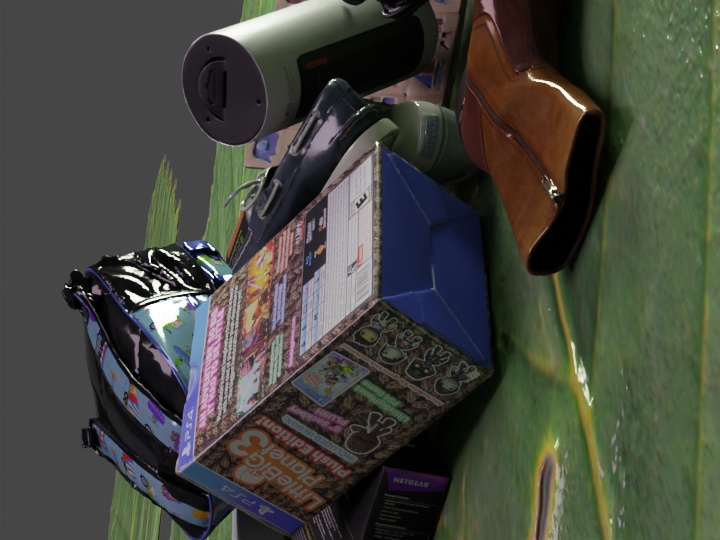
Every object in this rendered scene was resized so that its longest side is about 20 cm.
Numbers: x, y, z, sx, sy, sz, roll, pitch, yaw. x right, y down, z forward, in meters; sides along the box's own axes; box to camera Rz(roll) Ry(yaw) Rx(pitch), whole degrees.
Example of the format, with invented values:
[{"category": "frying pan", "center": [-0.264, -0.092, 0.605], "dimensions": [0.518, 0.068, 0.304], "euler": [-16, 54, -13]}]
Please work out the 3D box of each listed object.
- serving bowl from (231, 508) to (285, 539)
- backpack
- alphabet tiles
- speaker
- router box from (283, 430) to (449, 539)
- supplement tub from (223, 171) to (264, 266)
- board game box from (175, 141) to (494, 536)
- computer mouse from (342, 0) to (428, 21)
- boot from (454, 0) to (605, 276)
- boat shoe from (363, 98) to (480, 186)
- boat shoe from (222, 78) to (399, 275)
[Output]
[{"category": "serving bowl", "center": [-0.068, 0.257, 1.384], "dimensions": [0.200, 0.065, 0.201], "euler": [179, 90, -84]}, {"category": "backpack", "center": [-0.124, 0.093, 1.308], "dimensions": [0.200, 0.134, 0.183], "euler": [40, 140, 48]}, {"category": "alphabet tiles", "center": [-0.008, -0.140, 1.370], "dimensions": [0.008, 0.167, 0.201], "euler": [28, -110, -61]}, {"category": "speaker", "center": [-0.034, -0.152, 1.242], "dimensions": [0.200, 0.081, 0.081], "euler": [-27, -34, -47]}, {"category": "router box", "center": [-0.005, 0.156, 1.224], "dimensions": [0.200, 0.051, 0.150], "euler": [-118, 41, -63]}, {"category": "supplement tub", "center": [-0.052, -0.008, 1.474], "dimensions": [0.200, 0.122, 0.123], "euler": [114, 163, -45]}, {"category": "board game box", "center": [-0.018, 0.046, 1.142], "dimensions": [0.200, 0.097, 0.160], "euler": [-41, 29, 30]}, {"category": "computer mouse", "center": [0.049, -0.220, 1.248], "dimensions": [0.046, 0.140, 0.200], "euler": [64, 178, -23]}, {"category": "boot", "center": [0.100, -0.122, 1.011], "dimensions": [0.200, 0.068, 0.189], "euler": [-105, 29, -63]}, {"category": "boat shoe", "center": [0.036, -0.085, 1.262], "dimensions": [0.201, 0.071, 0.070], "euler": [-171, 94, -71]}, {"category": "boat shoe", "center": [-0.045, -0.054, 1.222], "dimensions": [0.075, 0.062, 0.200], "euler": [-35, -12, -41]}]
